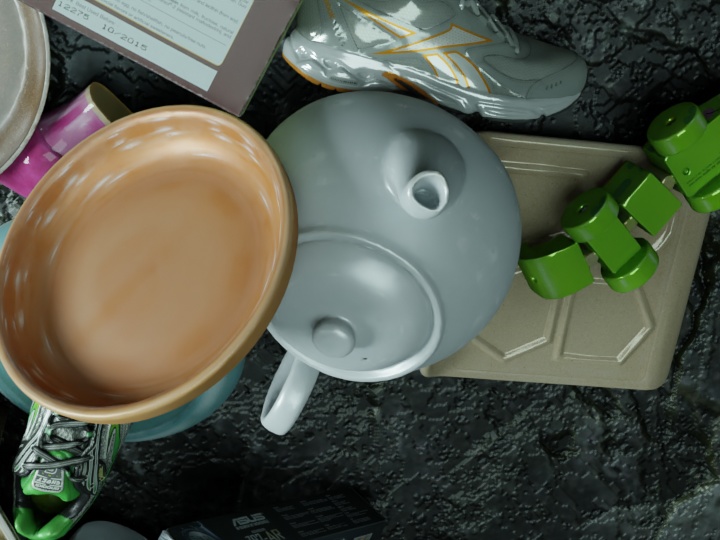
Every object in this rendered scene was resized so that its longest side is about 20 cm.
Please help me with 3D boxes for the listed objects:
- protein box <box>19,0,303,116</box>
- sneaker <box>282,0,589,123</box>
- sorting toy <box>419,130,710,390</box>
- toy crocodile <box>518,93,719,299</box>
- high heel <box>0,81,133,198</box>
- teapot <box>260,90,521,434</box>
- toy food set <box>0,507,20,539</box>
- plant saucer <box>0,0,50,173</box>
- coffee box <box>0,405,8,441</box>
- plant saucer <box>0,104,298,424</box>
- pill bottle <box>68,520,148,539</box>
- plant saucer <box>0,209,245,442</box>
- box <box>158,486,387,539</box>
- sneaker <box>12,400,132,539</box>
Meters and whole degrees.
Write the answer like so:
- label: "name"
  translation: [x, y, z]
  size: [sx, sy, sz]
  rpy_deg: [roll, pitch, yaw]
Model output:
- label: "protein box"
  translation: [-0.073, -0.223, 0.744]
  size: [0.134, 0.199, 0.201]
  rpy_deg: [27, 108, -11]
- label: "sneaker"
  translation: [0.055, -0.154, 0.865]
  size: [0.199, 0.076, 0.092]
  rpy_deg: [7, 117, -12]
- label: "sorting toy"
  translation: [0.147, -0.006, 0.974]
  size: [0.199, 0.037, 0.186]
  rpy_deg: [3, 114, -14]
- label: "toy crocodile"
  translation: [0.190, -0.053, 0.913]
  size: [0.200, 0.062, 0.068]
  rpy_deg: [-43, 115, 3]
- label: "high heel"
  translation: [-0.150, -0.026, 0.907]
  size: [0.096, 0.068, 0.200]
  rpy_deg: [-30, 122, 21]
- label: "teapot"
  translation: [0.000, 0.000, 0.850]
  size: [0.196, 0.146, 0.201]
  rpy_deg: [-5, 130, 25]
- label: "toy food set"
  translation: [-0.312, 0.213, 0.900]
  size: [0.199, 0.060, 0.144]
  rpy_deg: [-22, 115, 4]
- label: "plant saucer"
  translation: [-0.287, -0.138, 0.840]
  size: [0.199, 0.032, 0.202]
  rpy_deg: [0, 109, 0]
- label: "coffee box"
  translation: [-0.343, 0.169, 0.954]
  size: [0.113, 0.080, 0.201]
  rpy_deg: [29, 108, -17]
- label: "plant saucer"
  translation: [-0.123, -0.002, 0.800]
  size: [0.200, 0.201, 0.037]
  rpy_deg: [-32, 146, 7]
- label: "pill bottle"
  translation: [-0.223, 0.288, 1.007]
  size: [0.114, 0.114, 0.200]
  rpy_deg: [32, 106, -20]
- label: "plant saucer"
  translation: [-0.177, 0.048, 0.917]
  size: [0.199, 0.027, 0.201]
  rpy_deg: [4, 128, 5]
- label: "box"
  translation: [-0.084, 0.244, 0.982]
  size: [0.199, 0.043, 0.161]
  rpy_deg: [-3, 123, -51]
- label: "sneaker"
  translation: [-0.180, 0.101, 0.889]
  size: [0.078, 0.085, 0.201]
  rpy_deg: [16, 128, -4]
